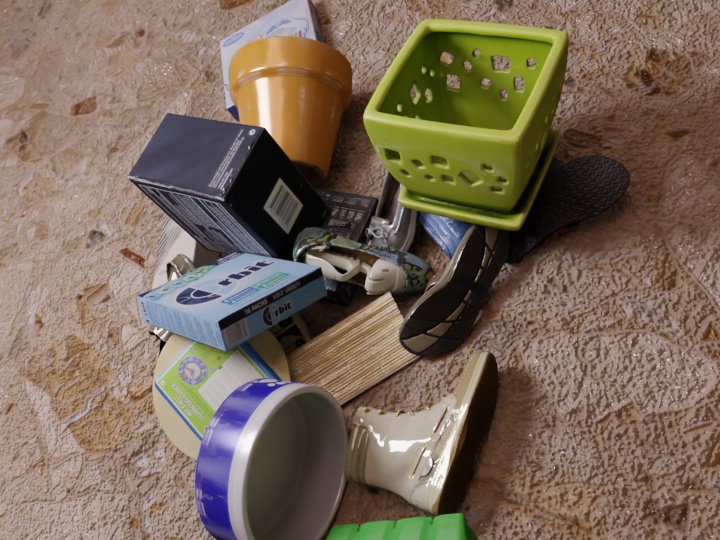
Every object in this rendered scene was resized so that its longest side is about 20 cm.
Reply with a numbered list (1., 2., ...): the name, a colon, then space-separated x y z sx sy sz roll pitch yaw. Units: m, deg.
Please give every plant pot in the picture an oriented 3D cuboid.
1. plant pot: 0.140 -0.172 0.993 0.196 0.183 0.202 13 56 26
2. plant pot: -0.113 -0.235 1.273 0.197 0.200 0.187 -7 73 26

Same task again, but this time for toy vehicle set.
1. toy vehicle set: -0.150 0.143 1.103 0.199 0.027 0.125 -35 81 6

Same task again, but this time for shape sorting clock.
1. shape sorting clock: -0.185 0.156 1.073 0.196 0.039 0.204 -2 80 10

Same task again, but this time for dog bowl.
1. dog bowl: -0.098 0.231 0.943 0.078 0.200 0.203 5 63 34

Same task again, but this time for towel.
1. towel: 0.176 -0.106 1.102 0.199 0.049 0.112 -39 50 2

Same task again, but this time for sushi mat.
1. sushi mat: -0.022 0.120 1.063 0.198 0.012 0.097 -32 83 6

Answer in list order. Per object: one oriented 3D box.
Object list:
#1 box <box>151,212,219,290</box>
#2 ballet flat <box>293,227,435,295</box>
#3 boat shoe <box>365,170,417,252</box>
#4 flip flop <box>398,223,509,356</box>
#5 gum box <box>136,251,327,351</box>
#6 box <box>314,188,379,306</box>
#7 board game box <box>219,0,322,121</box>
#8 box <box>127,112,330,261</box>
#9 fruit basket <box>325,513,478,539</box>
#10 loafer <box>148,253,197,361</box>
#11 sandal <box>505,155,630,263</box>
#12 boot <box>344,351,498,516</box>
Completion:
1. box: -0.277 -0.045 1.310 0.081 0.068 0.203 -16 53 20
2. ballet flat: 0.000 0.000 1.080 0.197 0.075 0.075 15 66 10
3. boat shoe: 0.045 -0.089 1.120 0.074 0.064 0.205 39 109 58
4. flip flop: 0.120 0.023 1.040 0.202 0.081 0.058 -58 15 -3
5. gum box: -0.171 0.034 1.058 0.198 0.045 0.169 10 30 45
6. box: -0.075 -0.043 1.204 0.198 0.051 0.159 11 66 34
7. board game box: -0.164 -0.397 1.489 0.198 0.043 0.201 -24 52 15
8. box: -0.183 -0.110 1.143 0.196 0.200 0.125 14 68 34
9. fruit basket: 0.043 0.372 0.818 0.213 0.157 0.217 -19 35 14
10. loafer: -0.267 0.078 1.162 0.075 0.069 0.204 3 95 57
11. sandal: 0.252 -0.081 1.037 0.199 0.045 0.076 -34 79 23
12. boot: 0.072 0.178 0.966 0.153 0.072 0.202 9 66 37
